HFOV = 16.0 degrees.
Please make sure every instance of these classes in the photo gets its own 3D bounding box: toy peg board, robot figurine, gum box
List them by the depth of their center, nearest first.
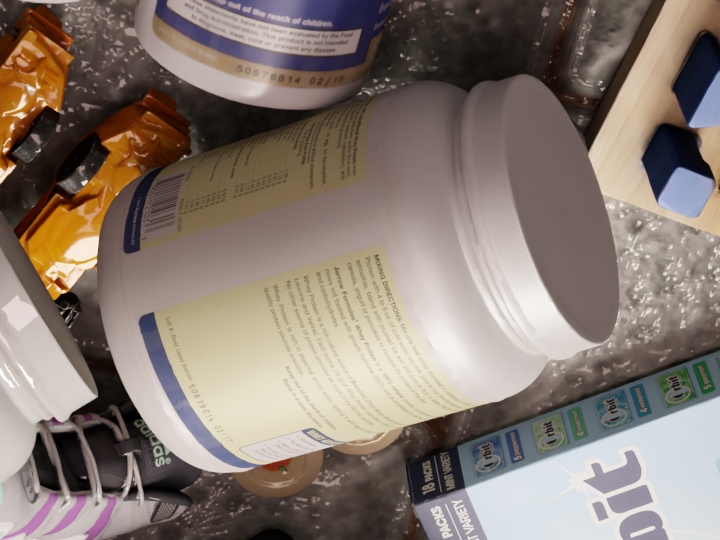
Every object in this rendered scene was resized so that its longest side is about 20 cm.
[{"bbox_3d":[0.235,-0.078,1.204,0.199,0.098,0.200,19,115,-15],"label":"toy peg board"},{"bbox_3d":[-0.178,-0.022,1.222,0.145,0.058,0.200,36,110,-21],"label":"robot figurine"},{"bbox_3d":[0.146,0.143,1.349,0.200,0.045,0.170,-21,119,6],"label":"gum box"}]

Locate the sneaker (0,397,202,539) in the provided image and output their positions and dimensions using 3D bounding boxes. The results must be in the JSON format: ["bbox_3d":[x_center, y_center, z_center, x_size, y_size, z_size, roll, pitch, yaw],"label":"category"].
[{"bbox_3d":[-0.126,0.087,1.236,0.140,0.200,0.078,-17,81,-3],"label":"sneaker"}]

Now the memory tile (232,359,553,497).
[{"bbox_3d":[-0.005,0.024,1.286,0.200,0.017,0.153,-29,117,10],"label":"memory tile"}]

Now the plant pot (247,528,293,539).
[{"bbox_3d":[-0.053,0.256,1.319,0.199,0.178,0.200,-33,116,13],"label":"plant pot"}]

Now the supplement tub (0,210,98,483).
[{"bbox_3d":[-0.226,0.050,1.082,0.200,0.144,0.145,-30,118,-2],"label":"supplement tub"}]

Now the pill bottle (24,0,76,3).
[{"bbox_3d":[-0.119,-0.218,1.061,0.112,0.112,0.200,15,134,-12],"label":"pill bottle"}]

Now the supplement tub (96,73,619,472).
[{"bbox_3d":[0.000,0.000,1.141,0.200,0.145,0.145,-17,120,23],"label":"supplement tub"}]

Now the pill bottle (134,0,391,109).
[{"bbox_3d":[-0.025,-0.181,1.117,0.111,0.111,0.200,11,118,-11],"label":"pill bottle"}]

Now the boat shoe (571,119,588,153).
[{"bbox_3d":[0.042,0.013,1.234,0.071,0.070,0.200,35,110,-21],"label":"boat shoe"}]
